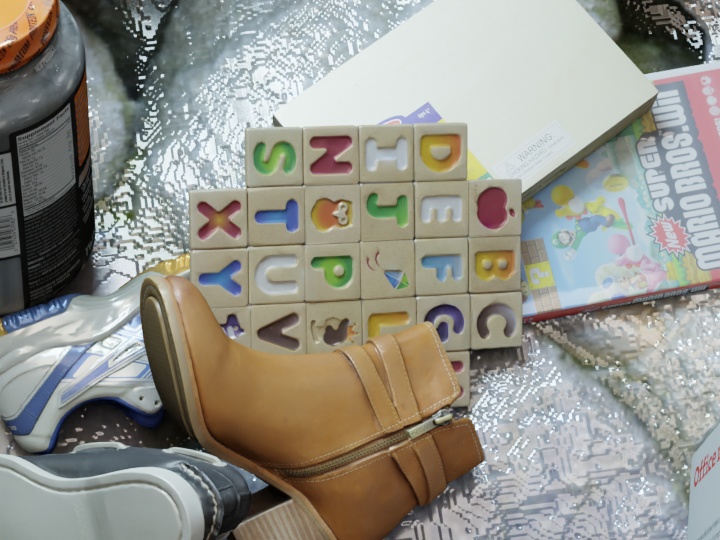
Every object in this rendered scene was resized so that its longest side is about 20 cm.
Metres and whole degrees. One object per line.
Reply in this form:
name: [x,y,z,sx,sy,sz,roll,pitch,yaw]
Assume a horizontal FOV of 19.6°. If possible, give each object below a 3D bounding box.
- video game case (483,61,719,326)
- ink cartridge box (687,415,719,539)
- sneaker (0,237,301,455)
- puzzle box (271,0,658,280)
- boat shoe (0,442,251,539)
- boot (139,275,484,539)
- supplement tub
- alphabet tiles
video game case: [0.157,-0.048,1.273,0.200,0.017,0.143,-10,70,-7]
ink cartridge box: [0.227,0.177,1.122,0.084,0.144,0.200,7,69,-3]
sneaker: [-0.117,0.043,1.201,0.200,0.075,0.088,-21,87,-8]
puzzle box: [0.063,-0.097,1.262,0.200,0.025,0.133,-35,76,-15]
boat shoe: [-0.147,0.127,1.128,0.060,0.200,0.074,-15,94,-51]
boot: [-0.024,0.065,1.149,0.155,0.077,0.200,-27,105,-13]
supplement tub: [-0.210,-0.079,1.151,0.122,0.200,0.123,2,48,-2]
alphabet tiles: [0.000,0.000,1.194,0.200,0.006,0.167,-3,97,-18]
